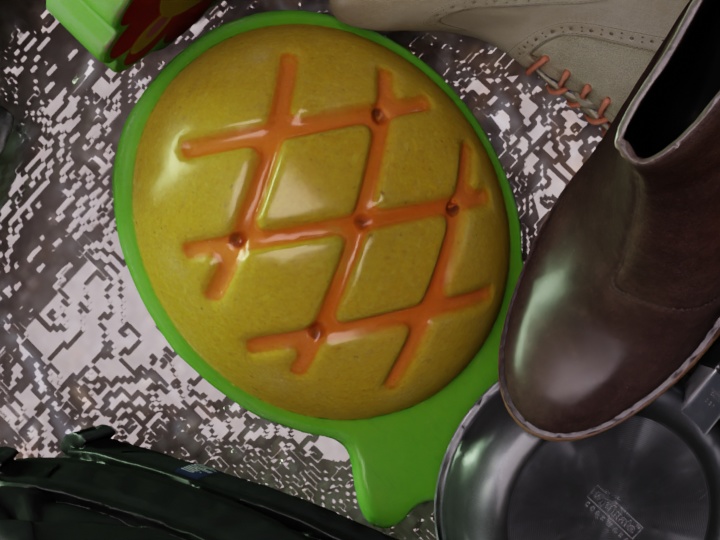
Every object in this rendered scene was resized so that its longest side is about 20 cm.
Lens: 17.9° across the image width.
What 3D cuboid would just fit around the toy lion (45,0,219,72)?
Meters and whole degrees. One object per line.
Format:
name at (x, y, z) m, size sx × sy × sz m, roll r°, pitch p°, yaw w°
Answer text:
toy lion at (-0.018, -0.153, 0.758) m, size 0.069 × 0.192 × 0.200 m, roll 44°, pitch 126°, yaw 4°

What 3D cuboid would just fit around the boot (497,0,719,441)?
boot at (0.091, -0.031, 0.700) m, size 0.072 × 0.166 × 0.200 m, roll 37°, pitch 99°, yaw 15°

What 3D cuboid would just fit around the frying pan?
frying pan at (0.117, 0.067, 0.811) m, size 0.190 × 0.031 × 0.115 m, roll -25°, pitch 105°, yaw -7°

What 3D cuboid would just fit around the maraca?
maraca at (0.000, 0.000, 0.812) m, size 0.137 × 0.107 × 0.200 m, roll -42°, pitch 101°, yaw -8°

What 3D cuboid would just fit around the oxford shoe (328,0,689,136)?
oxford shoe at (0.083, -0.081, 0.795) m, size 0.200 × 0.071 × 0.074 m, roll 3°, pitch 94°, yaw -2°

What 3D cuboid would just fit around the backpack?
backpack at (-0.036, 0.138, 0.772) m, size 0.200 × 0.163 × 0.154 m, roll 4°, pitch 93°, yaw 21°

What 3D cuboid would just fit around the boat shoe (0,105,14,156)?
boat shoe at (-0.183, 0.022, 0.865) m, size 0.071 × 0.072 × 0.200 m, roll 17°, pitch 105°, yaw -13°
